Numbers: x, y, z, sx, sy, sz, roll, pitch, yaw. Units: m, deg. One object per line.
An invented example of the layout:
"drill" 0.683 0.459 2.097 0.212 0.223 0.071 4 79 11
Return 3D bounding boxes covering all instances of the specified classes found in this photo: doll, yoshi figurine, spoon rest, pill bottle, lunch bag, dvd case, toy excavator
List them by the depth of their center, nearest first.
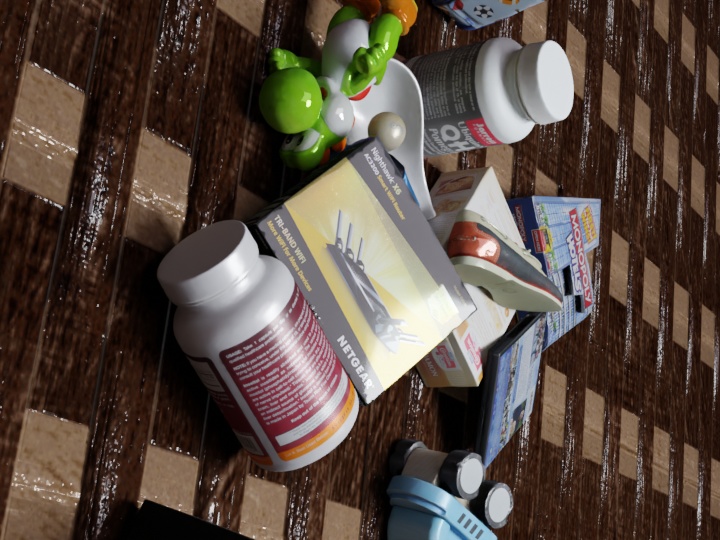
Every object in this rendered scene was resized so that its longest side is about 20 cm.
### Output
"pill bottle" -0.089 0.063 1.012 0.113 0.111 0.202 -55 128 -42
"yoshi figurine" -0.031 -0.197 1.130 0.111 0.112 0.202 28 76 -6
"doll" 0.008 -0.061 1.186 0.135 0.048 0.204 19 77 -27
"spoon rest" 0.035 -0.130 1.244 0.202 0.098 0.061 65 -4 -28
"toy excavator" 0.081 0.307 1.244 0.195 0.099 0.202 46 62 -37
"pill bottle" 0.123 -0.187 1.273 0.110 0.197 0.113 10 77 -51
"lunch bag" 0.177 -0.377 1.377 0.075 0.198 0.163 34 59 -36
"dvd case" 0.177 0.132 1.386 0.200 0.017 0.145 -30 129 -62

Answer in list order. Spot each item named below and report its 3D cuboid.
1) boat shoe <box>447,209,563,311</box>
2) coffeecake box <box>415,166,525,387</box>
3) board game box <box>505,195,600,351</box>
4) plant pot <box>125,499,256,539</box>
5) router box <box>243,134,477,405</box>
"boat shoe" 0.161 -0.004 1.288 0.199 0.070 0.064 27 61 -45
"coffeecake box" 0.111 0.006 1.332 0.201 0.072 0.155 -56 130 -42
"board game box" 0.263 -0.018 1.561 0.199 0.061 0.204 -26 106 -52
"plant pot" -0.100 0.322 0.902 0.200 0.198 0.179 52 58 -36
"router box" 0.000 0.000 1.119 0.157 0.052 0.202 -38 104 -26
